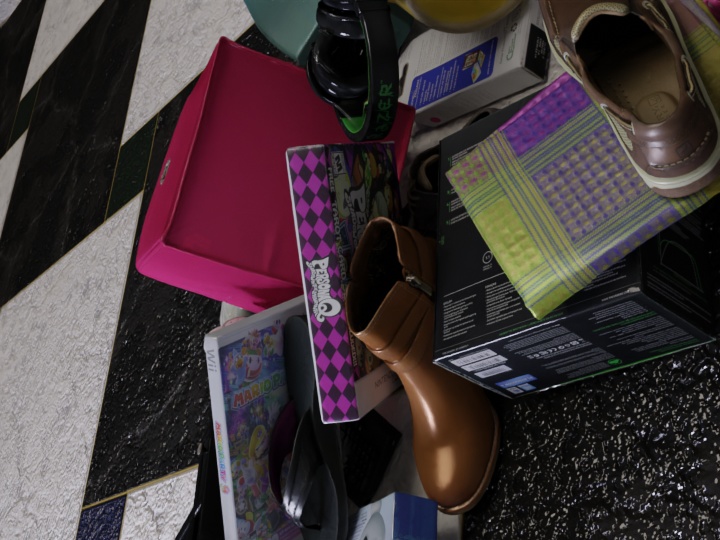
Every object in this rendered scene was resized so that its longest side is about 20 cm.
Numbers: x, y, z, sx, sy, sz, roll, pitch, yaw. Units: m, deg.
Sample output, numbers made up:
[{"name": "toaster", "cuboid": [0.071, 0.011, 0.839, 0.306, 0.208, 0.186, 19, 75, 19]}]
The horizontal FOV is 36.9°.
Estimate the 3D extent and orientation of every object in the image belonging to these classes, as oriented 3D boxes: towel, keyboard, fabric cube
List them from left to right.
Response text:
[{"name": "fabric cube", "cuboid": [-0.088, -0.072, 1.027, 0.199, 0.198, 0.199, 159, 127, -72]}, {"name": "keyboard", "cuboid": [-0.018, 0.124, 1.011, 0.200, 0.020, 0.128, 31, 98, 58]}, {"name": "towel", "cuboid": [0.160, -0.075, 0.676, 0.199, 0.023, 0.144, -37, 50, 13]}]

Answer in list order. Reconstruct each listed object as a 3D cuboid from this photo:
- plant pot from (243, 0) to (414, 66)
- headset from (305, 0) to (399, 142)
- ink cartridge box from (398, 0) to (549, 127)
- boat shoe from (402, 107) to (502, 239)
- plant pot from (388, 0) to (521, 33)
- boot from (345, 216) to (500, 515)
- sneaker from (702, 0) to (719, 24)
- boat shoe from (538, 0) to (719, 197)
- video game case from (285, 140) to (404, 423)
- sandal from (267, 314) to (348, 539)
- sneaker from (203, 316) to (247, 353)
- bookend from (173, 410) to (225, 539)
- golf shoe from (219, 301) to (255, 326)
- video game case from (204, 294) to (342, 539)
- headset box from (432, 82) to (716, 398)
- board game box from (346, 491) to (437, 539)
[{"name": "plant pot", "cuboid": [-0.027, -0.281, 1.147, 0.142, 0.140, 0.201, -52, 30, 24]}, {"name": "headset", "cuboid": [-0.023, -0.197, 0.906, 0.124, 0.093, 0.202, 103, 155, -50]}, {"name": "ink cartridge box", "cuboid": [0.099, -0.196, 1.012, 0.199, 0.037, 0.096, -13, 60, 52]}, {"name": "boat shoe", "cuboid": [0.074, -0.076, 0.939, 0.200, 0.073, 0.075, -45, 37, 34]}, {"name": "plant pot", "cuboid": [0.067, -0.310, 0.951, 0.201, 0.199, 0.190, -51, 37, 25]}, {"name": "boot", "cuboid": [0.046, 0.069, 0.798, 0.076, 0.155, 0.203, -2, 70, 30]}, {"name": "sneaker", "cuboid": [0.257, -0.204, 0.723, 0.199, 0.081, 0.089, -30, 49, 46]}, {"name": "boat shoe", "cuboid": [0.156, -0.140, 0.649, 0.074, 0.075, 0.204, -35, 50, 14]}, {"name": "video game case", "cuboid": [0.000, 0.000, 0.854, 0.035, 0.181, 0.203, -6, 95, 18]}, {"name": "sandal", "cuboid": [-0.049, 0.137, 0.849, 0.075, 0.047, 0.203, -5, 91, 62]}, {"name": "sneaker", "cuboid": [-0.101, 0.086, 0.976, 0.200, 0.098, 0.079, -45, -32, -81]}, {"name": "bookend", "cuboid": [-0.133, 0.235, 1.027, 0.201, 0.091, 0.200, -90, 24, -46]}, {"name": "golf shoe", "cuboid": [-0.115, 0.072, 1.163, 0.092, 0.074, 0.202, 121, 154, -44]}, {"name": "video game case", "cuboid": [-0.066, 0.131, 0.890, 0.018, 0.143, 0.203, 6, 107, 36]}, {"name": "headset box", "cuboid": [0.144, -0.034, 0.764, 0.173, 0.092, 0.202, -24, 52, 40]}, {"name": "board game box", "cuboid": [-0.007, 0.295, 0.829, 0.200, 0.043, 0.201, 137, 144, -54]}]
